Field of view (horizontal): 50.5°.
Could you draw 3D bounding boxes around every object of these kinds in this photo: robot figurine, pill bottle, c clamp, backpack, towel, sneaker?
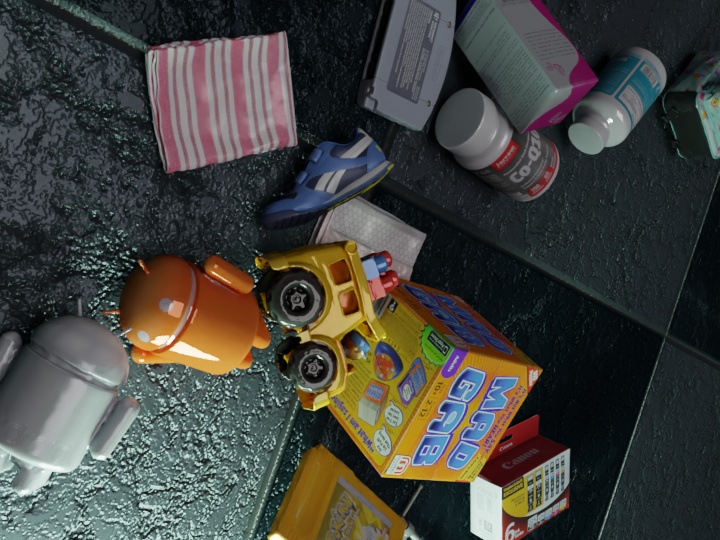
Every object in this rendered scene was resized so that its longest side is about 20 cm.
[{"bbox_3d":[-0.201,0.055,0.909,0.199,0.142,0.118,29,61,-41],"label":"robot figurine"},{"bbox_3d":[0.214,-0.196,1.197,0.198,0.113,0.116,23,86,-41],"label":"pill bottle"},{"bbox_3d":[0.095,0.499,1.327,0.171,0.027,0.201,-45,125,-23],"label":"c clamp"},{"bbox_3d":[0.457,-0.301,1.377,0.200,0.110,0.111,-48,126,-20],"label":"pill bottle"},{"bbox_3d":[-0.326,0.135,0.824,0.168,0.113,0.202,29,80,-6],"label":"robot figurine"},{"bbox_3d":[0.734,-0.353,1.576,0.176,0.152,0.201,51,62,-30],"label":"backpack"},{"bbox_3d":[-0.161,-0.208,0.933,0.198,0.030,0.149,-19,114,-36],"label":"towel"},{"bbox_3d":[-0.054,-0.120,1.019,0.198,0.074,0.083,-31,92,-20],"label":"sneaker"},{"bbox_3d":[0.000,0.000,1.120,0.199,0.032,0.194,24,85,-40],"label":"towel"}]

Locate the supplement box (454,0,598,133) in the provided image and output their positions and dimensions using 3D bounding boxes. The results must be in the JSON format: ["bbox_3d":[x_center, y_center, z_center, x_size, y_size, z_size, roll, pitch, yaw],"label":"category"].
[{"bbox_3d":[0.239,-0.318,1.128,0.100,0.104,0.202,-18,69,-35],"label":"supplement box"}]

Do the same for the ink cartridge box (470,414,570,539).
[{"bbox_3d":[0.301,0.393,1.438,0.198,0.083,0.179,-17,111,-36],"label":"ink cartridge box"}]

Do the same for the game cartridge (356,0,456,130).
[{"bbox_3d":[0.072,-0.313,1.100,0.132,0.041,0.203,14,92,-46],"label":"game cartridge"}]

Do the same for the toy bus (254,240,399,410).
[{"bbox_3d":[-0.029,0.055,0.993,0.189,0.135,0.203,-17,95,-17],"label":"toy bus"}]

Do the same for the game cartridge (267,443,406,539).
[{"bbox_3d":[-0.026,0.369,1.088,0.200,0.032,0.177,46,33,-14],"label":"game cartridge"}]

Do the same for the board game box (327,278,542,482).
[{"bbox_3d":[0.091,0.154,1.092,0.198,0.200,0.202,17,108,-42],"label":"board game box"}]
